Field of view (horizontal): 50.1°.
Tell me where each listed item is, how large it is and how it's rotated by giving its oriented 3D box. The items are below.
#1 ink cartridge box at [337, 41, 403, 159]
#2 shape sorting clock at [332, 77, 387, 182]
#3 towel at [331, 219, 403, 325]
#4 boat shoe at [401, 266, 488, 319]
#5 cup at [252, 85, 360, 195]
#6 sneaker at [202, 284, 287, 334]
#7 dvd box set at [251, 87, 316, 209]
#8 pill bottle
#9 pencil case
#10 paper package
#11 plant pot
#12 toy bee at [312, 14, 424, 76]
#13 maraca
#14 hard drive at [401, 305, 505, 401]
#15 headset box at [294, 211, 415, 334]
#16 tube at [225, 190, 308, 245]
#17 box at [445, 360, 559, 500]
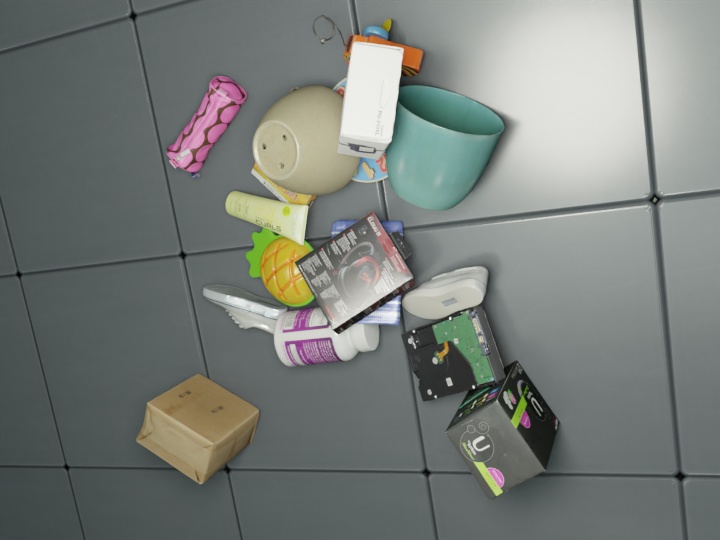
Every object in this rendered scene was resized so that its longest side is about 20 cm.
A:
[{"bbox_3d":[0.012,-0.271,1.260,0.082,0.200,0.149,8,90,-4],"label":"ink cartridge box"},{"bbox_3d":[0.010,-0.268,1.452,0.195,0.039,0.205,6,105,20],"label":"shape sorting clock"},{"bbox_3d":[0.011,0.002,1.482,0.141,0.024,0.205,1,80,11],"label":"towel"},{"bbox_3d":[0.160,0.036,1.450,0.072,0.069,0.199,43,143,-16],"label":"boat shoe"},{"bbox_3d":[-0.115,-0.226,1.396,0.196,0.143,0.205,10,110,28],"label":"cup"},{"bbox_3d":[-0.249,0.085,1.629,0.196,0.073,0.072,18,106,17],"label":"sneaker"},{"bbox_3d":[-0.120,-0.228,1.502,0.146,0.029,0.202,42,122,14],"label":"dvd box set"},{"bbox_3d":[-0.066,0.128,1.544,0.196,0.112,0.115,-8,101,24],"label":"pill bottle"},{"bbox_3d":[-0.311,-0.291,1.547,0.091,0.094,0.201,41,114,7],"label":"pencil case"},{"bbox_3d":[-0.348,0.334,1.663,0.188,0.200,0.105,27,111,14],"label":"paper package"},{"bbox_3d":[0.130,-0.205,1.339,0.197,0.200,0.164,26,121,14],"label":"plant pot"},{"bbox_3d":[0.015,-0.402,1.396,0.199,0.109,0.132,38,83,-5],"label":"toy bee"},{"bbox_3d":[-0.155,-0.010,1.551,0.198,0.106,0.140,30,105,28],"label":"maraca"},{"bbox_3d":[0.171,0.159,1.448,0.199,0.037,0.143,-27,81,48],"label":"hard drive"},{"bbox_3d":[0.000,0.000,1.432,0.198,0.075,0.150,-33,77,1],"label":"headset box"},{"bbox_3d":[-0.184,-0.114,1.538,0.197,0.052,0.059,19,149,31],"label":"tube"},{"bbox_3d":[0.262,0.285,1.401,0.124,0.200,0.150,-36,89,25],"label":"box"}]
